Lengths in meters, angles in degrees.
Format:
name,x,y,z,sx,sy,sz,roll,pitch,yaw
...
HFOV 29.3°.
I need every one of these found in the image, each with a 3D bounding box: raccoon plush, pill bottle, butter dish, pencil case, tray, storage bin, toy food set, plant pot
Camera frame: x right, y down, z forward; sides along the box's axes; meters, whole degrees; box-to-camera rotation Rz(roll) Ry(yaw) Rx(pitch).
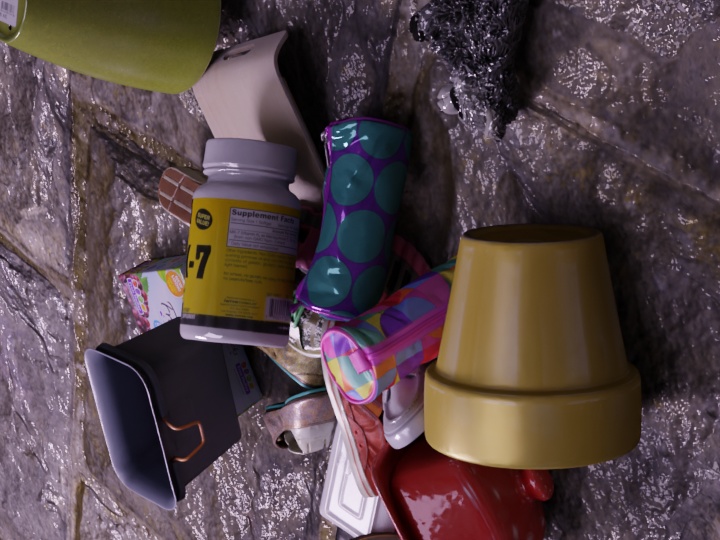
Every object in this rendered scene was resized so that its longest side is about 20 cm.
name,x,y,z,sx,sy,sz,roll,pitch,yaw
raccoon plush,0.130,-0.200,1.184,0.135,0.097,0.199,54,140,-5
pill bottle,-0.119,-0.027,1.395,0.113,0.113,0.203,2,85,45
butter dish,0.127,0.233,1.397,0.147,0.200,0.201,-24,93,26
pencil case,0.055,0.051,1.331,0.088,0.199,0.089,35,141,34
tray,0.003,0.218,1.538,0.107,0.022,0.202,28,120,33
storage bin,-0.219,0.159,1.638,0.145,0.134,0.202,17,128,41
pencil case,-0.009,-0.050,1.361,0.085,0.091,0.203,-155,74,-79
toy food set,-0.086,-0.148,1.469,0.143,0.060,0.202,-4,118,47
plant pot,0.154,0.060,1.243,0.199,0.199,0.192,7,103,43
plant pot,-0.277,-0.279,1.431,0.186,0.198,0.190,8,100,49

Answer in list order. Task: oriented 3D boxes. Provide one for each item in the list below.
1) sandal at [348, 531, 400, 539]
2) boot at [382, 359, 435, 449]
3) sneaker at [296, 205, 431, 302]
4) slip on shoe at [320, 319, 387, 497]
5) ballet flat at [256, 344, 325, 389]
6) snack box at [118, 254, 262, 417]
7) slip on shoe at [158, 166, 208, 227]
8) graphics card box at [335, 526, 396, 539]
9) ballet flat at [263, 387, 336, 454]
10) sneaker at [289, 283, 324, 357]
name,x,y,z,sx,sy,sz,roll,pitch,yaw
sandal,0.045,0.332,1.527,0.197,0.054,0.081,-10,126,10
boot,0.030,0.105,1.390,0.073,0.200,0.096,-41,99,9
sneaker,0.000,0.000,1.462,0.198,0.079,0.096,26,164,22
slip on shoe,0.003,0.139,1.460,0.060,0.074,0.202,-17,91,11
ballet flat,-0.104,0.066,1.609,0.199,0.070,0.071,31,132,31
snack box,-0.214,0.084,1.734,0.141,0.053,0.202,-6,109,47
slip on shoe,-0.154,-0.058,1.553,0.199,0.060,0.077,33,112,42
graphics card box,0.034,0.300,1.607,0.125,0.051,0.202,31,131,29
ballet flat,-0.062,0.177,1.595,0.200,0.067,0.068,145,114,-71
sneaker,-0.091,0.038,1.527,0.198,0.088,0.078,17,81,31
